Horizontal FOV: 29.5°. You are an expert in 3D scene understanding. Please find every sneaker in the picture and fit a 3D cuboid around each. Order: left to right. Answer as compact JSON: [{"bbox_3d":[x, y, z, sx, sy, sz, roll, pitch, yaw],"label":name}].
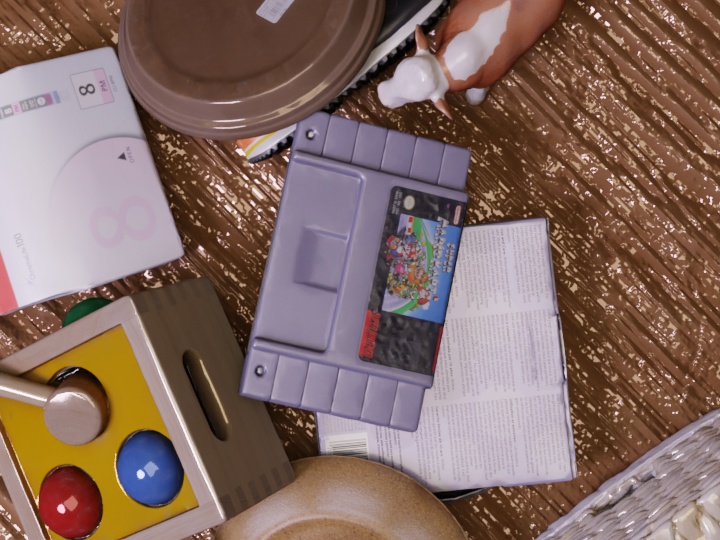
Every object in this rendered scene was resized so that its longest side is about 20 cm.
[{"bbox_3d":[-0.025,-0.168,0.978,0.200,0.070,0.090,-40,92,3],"label":"sneaker"}]

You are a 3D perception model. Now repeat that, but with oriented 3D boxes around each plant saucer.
[{"bbox_3d":[-0.081,-0.185,0.958,0.199,0.029,0.201,-6,64,13],"label":"plant saucer"},{"bbox_3d":[-0.015,0.230,0.965,0.199,0.035,0.201,3,105,10],"label":"plant saucer"}]

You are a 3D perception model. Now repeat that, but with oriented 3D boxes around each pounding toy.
[{"bbox_3d":[-0.186,0.098,0.926,0.184,0.142,0.201,-26,87,25],"label":"pounding toy"}]

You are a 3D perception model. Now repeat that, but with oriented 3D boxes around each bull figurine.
[{"bbox_3d":[0.095,-0.175,0.950,0.065,0.121,0.200,44,91,2],"label":"bull figurine"}]

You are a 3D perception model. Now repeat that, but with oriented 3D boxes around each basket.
[{"bbox_3d":[0.241,0.233,0.927,0.198,0.161,0.200,-36,91,0],"label":"basket"}]

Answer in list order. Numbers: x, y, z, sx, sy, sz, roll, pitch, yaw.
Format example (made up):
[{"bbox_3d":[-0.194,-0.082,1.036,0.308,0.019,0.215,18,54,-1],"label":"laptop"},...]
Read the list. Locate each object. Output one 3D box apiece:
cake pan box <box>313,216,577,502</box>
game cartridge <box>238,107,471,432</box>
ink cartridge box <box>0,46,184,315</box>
[{"bbox_3d":[0.055,0.067,0.987,0.183,0.052,0.201,-7,89,4],"label":"cake pan box"},{"bbox_3d":[0.000,0.000,0.933,0.129,0.038,0.201,12,82,-5],"label":"game cartridge"},{"bbox_3d":[-0.241,-0.055,0.956,0.199,0.057,0.163,-19,90,-30],"label":"ink cartridge box"}]
